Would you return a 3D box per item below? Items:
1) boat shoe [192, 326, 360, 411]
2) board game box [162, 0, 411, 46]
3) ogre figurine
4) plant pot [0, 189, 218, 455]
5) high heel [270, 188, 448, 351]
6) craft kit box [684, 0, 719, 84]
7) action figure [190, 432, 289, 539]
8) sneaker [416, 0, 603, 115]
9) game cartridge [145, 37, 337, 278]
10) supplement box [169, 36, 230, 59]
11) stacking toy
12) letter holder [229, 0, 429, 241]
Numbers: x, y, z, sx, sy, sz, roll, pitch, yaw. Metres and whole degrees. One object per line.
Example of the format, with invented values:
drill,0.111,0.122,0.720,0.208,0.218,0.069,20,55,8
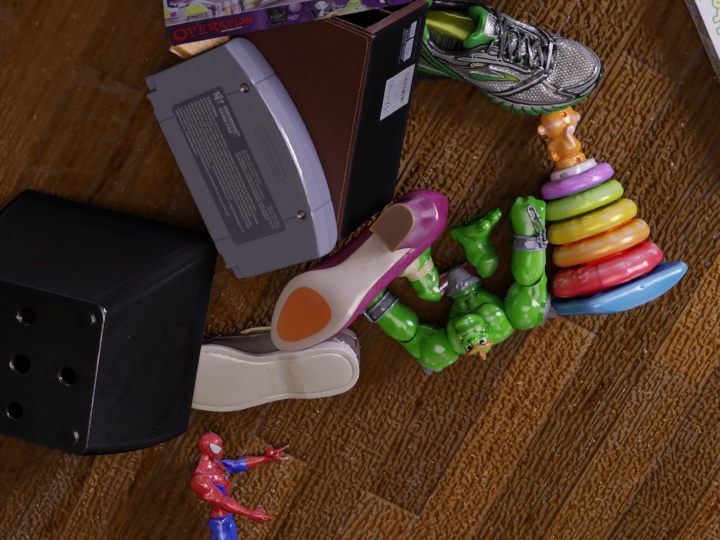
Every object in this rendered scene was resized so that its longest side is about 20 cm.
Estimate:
boat shoe,-0.099,0.086,1.358,0.199,0.060,0.072,-6,118,7
board game box,-0.065,-0.253,1.175,0.199,0.120,0.032,-11,143,1
ogre figurine,0.099,0.020,1.335,0.200,0.098,0.120,-29,99,-1
plant pot,-0.260,0.059,1.255,0.199,0.177,0.200,14,106,10
high heel,0.000,0.000,1.298,0.067,0.096,0.200,46,115,13
craft kit box,0.425,-0.217,1.320,0.197,0.049,0.200,-26,105,6
action figure,-0.111,0.248,1.401,0.099,0.065,0.200,-8,107,7
sneaker,0.121,-0.193,1.272,0.199,0.085,0.078,10,78,-8
game cartridge,-0.099,-0.096,1.240,0.133,0.040,0.200,-13,106,43
supplement box,-0.099,-0.271,1.256,0.069,0.067,0.200,23,102,-10
stacking toy,0.208,-0.062,1.326,0.116,0.110,0.200,-22,95,-15
letter holder,-0.039,-0.153,1.254,0.142,0.101,0.200,24,126,21
